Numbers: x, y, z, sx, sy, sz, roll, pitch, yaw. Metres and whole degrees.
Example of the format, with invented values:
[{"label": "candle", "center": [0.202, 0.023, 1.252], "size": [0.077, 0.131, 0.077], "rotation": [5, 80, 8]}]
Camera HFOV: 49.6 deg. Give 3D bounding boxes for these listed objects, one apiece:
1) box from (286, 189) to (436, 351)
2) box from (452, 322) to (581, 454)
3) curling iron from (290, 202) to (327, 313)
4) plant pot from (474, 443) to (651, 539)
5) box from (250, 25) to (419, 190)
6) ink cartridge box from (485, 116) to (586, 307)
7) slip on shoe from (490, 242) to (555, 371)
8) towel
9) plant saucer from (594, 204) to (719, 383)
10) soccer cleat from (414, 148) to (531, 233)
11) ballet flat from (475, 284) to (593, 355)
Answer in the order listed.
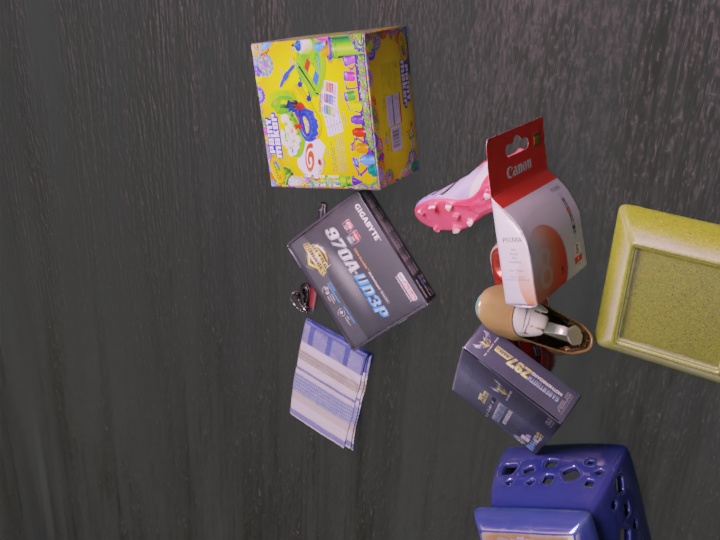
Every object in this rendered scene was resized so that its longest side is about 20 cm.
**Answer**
[{"label": "box", "center": [0.000, 0.000, 1.200], "size": [0.158, 0.046, 0.202], "rotation": [-32, 89, 29]}, {"label": "box", "center": [0.206, 0.167, 1.072], "size": [0.157, 0.051, 0.201], "rotation": [38, 162, 16]}, {"label": "curling iron", "center": [-0.079, -0.016, 1.273], "size": [0.049, 0.025, 0.203], "rotation": [24, 120, 21]}, {"label": "plant pot", "center": [0.279, 0.375, 1.090], "size": [0.197, 0.179, 0.203], "rotation": [-10, 103, 37]}, {"label": "box", "center": [-0.034, -0.228, 1.099], "size": [0.190, 0.122, 0.204], "rotation": [6, 112, 32]}, {"label": "ink cartridge box", "center": [0.222, -0.077, 0.961], "size": [0.049, 0.161, 0.204], "rotation": [4, 111, 38]}, {"label": "slip on shoe", "center": [0.222, 0.058, 1.078], "size": [0.073, 0.061, 0.204], "rotation": [-7, 103, 37]}, {"label": "towel", "center": [-0.052, 0.197, 1.343], "size": [0.145, 0.024, 0.203], "rotation": [25, 119, 27]}, {"label": "plant saucer", "center": [0.394, 0.040, 0.961], "size": [0.197, 0.048, 0.204], "rotation": [17, 117, 28]}, {"label": "soccer cleat", "center": [0.154, -0.107, 1.066], "size": [0.066, 0.077, 0.199], "rotation": [40, 149, -22]}, {"label": "ballet flat", "center": [0.231, 0.065, 1.003], "size": [0.063, 0.198, 0.070], "rotation": [10, 83, 51]}]
